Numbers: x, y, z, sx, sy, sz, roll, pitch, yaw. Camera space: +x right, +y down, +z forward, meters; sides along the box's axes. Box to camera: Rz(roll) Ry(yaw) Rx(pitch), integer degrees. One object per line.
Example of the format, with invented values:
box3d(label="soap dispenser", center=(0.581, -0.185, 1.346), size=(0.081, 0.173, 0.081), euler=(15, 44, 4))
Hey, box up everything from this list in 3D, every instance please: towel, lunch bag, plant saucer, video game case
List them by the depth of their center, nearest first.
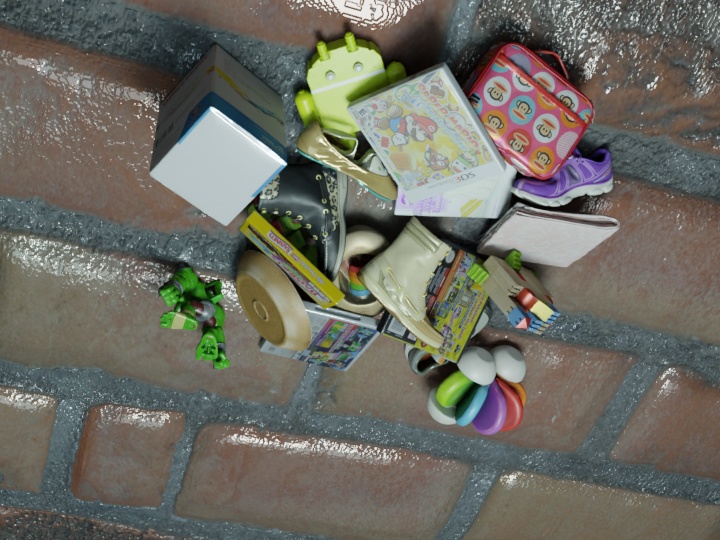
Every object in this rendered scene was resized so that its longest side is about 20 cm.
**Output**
box3d(label="video game case", center=(0.102, -0.206, 1.468), size=(0.181, 0.023, 0.201), euler=(-16, 123, 35))
box3d(label="lunch bag", center=(0.260, -0.259, 1.484), size=(0.199, 0.082, 0.177), euler=(34, 94, -15))
box3d(label="towel", center=(0.317, -0.060, 1.639), size=(0.189, 0.033, 0.200), euler=(9, 161, -11))
box3d(label="plant saucer", center=(-0.161, 0.062, 1.651), size=(0.035, 0.200, 0.202), euler=(-33, 134, -29))
box3d(label="video game case", center=(0.145, 0.049, 1.709), size=(0.180, 0.025, 0.201), euler=(22, 96, -27))
box3d(label="video game case", center=(-0.075, 0.122, 1.761), size=(0.181, 0.023, 0.200), euler=(15, 147, -16))

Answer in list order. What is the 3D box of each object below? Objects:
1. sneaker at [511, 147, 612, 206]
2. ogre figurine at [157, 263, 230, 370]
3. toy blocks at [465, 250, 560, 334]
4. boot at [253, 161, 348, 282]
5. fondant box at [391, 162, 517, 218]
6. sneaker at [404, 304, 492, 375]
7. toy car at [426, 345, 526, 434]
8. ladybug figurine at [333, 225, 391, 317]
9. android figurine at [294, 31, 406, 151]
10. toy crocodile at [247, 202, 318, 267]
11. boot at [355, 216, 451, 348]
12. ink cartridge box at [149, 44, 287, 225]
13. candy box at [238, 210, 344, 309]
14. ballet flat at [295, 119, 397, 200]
box3d(label="sneaker", center=(0.336, -0.163, 1.585), size=(0.198, 0.081, 0.084), euler=(-17, 117, -26))
box3d(label="ogre figurine", center=(-0.288, 0.075, 1.688), size=(0.098, 0.120, 0.200), euler=(-37, 121, 26))
box3d(label="toy blocks", center=(0.286, 0.051, 1.659), size=(0.100, 0.137, 0.199), euler=(-49, 147, 18))
box3d(label="boot", center=(-0.102, -0.085, 1.562), size=(0.152, 0.073, 0.206), euler=(2, 97, -21))
box3d(label="fondant box", center=(0.158, -0.163, 1.588), size=(0.198, 0.058, 0.145), euler=(2, 127, -6))
box3d(label="sneaker", center=(0.172, 0.132, 1.801), size=(0.200, 0.080, 0.074), euler=(-39, 120, 21))
box3d(label="toy car", center=(0.239, 0.246, 1.829), size=(0.199, 0.151, 0.176), euler=(3, 133, -41))
box3d(label="ladybug figurine", center=(0.000, 0.000, 1.687), size=(0.134, 0.072, 0.201), euler=(-3, 127, -4))
box3d(label="android figurine", center=(-0.013, -0.280, 1.494), size=(0.180, 0.041, 0.201), euler=(-14, 129, 6))
box3d(label="toy crocodile", center=(-0.118, -0.041, 1.623), size=(0.067, 0.062, 0.201), euler=(-20, 108, 38))
box3d(label="boot", center=(0.110, 0.022, 1.629), size=(0.200, 0.073, 0.156), euler=(44, 89, -15))
box3d(label="ink cartridge box", center=(-0.211, -0.206, 1.429), size=(0.146, 0.201, 0.147), euler=(35, 117, -29))
box3d(label="candy box", center=(-0.115, -0.015, 1.558), size=(0.200, 0.102, 0.026), euler=(44, 77, -6))
box3d(label="ballet flat", center=(-0.008, -0.176, 1.515), size=(0.199, 0.069, 0.063), euler=(25, 113, -26))
